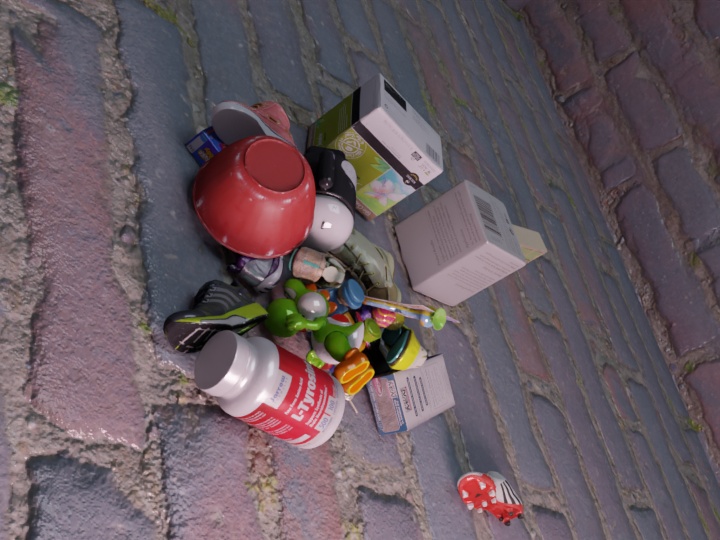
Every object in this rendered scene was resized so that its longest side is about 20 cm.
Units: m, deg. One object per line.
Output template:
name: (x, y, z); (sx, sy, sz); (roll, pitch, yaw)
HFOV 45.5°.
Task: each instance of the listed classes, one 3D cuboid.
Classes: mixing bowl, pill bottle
mixing bowl: (-0.147, -0.132, 1.313); (0.199, 0.108, 0.201); (12, 57, -19)
pill bottle: (-0.124, 0.160, 1.172); (0.200, 0.112, 0.113); (34, 36, -38)

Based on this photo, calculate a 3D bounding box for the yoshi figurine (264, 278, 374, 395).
yoshi figurine: (-0.075, 0.102, 1.306); (0.112, 0.113, 0.200); (-5, 46, -49)

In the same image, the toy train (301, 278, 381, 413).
toy train: (-0.012, 0.119, 1.388); (0.200, 0.116, 0.085); (60, 28, 2)

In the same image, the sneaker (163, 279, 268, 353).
sneaker: (-0.211, 0.058, 1.191); (0.081, 0.074, 0.200); (54, 21, 12)

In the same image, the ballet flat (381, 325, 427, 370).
ballet flat: (0.080, 0.133, 1.463); (0.067, 0.067, 0.200); (36, 5, -8)

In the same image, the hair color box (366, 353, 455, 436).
hair color box: (0.090, 0.214, 1.502); (0.200, 0.060, 0.100); (-8, 83, -61)

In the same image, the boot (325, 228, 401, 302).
boot: (0.000, 0.000, 1.573); (0.155, 0.072, 0.200); (40, 28, -32)

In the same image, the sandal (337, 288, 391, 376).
sandal: (0.012, 0.113, 1.507); (0.200, 0.045, 0.075); (59, 29, 0)

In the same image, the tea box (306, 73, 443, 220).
tea box: (0.028, -0.244, 1.721); (0.200, 0.196, 0.134); (40, 32, -29)

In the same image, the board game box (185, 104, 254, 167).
board game box: (-0.198, -0.197, 1.471); (0.135, 0.045, 0.200); (55, 28, -8)

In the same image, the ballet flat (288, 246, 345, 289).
ballet flat: (-0.063, 0.004, 1.415); (0.200, 0.067, 0.068); (11, 96, -79)

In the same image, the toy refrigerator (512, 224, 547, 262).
toy refrigerator: (0.427, -0.068, 2.322); (0.200, 0.076, 0.070); (8, 55, -56)

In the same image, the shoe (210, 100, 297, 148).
shoe: (-0.180, -0.247, 1.433); (0.200, 0.071, 0.091); (29, 38, -51)

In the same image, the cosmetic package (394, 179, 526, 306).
cosmetic package: (0.210, -0.054, 1.825); (0.165, 0.200, 0.165); (23, 44, -47)

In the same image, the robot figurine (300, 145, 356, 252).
robot figurine: (-0.071, -0.126, 1.492); (0.150, 0.124, 0.201); (51, 31, -43)

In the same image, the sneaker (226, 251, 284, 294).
sneaker: (-0.163, -0.061, 1.371); (0.087, 0.074, 0.201); (34, 37, -30)

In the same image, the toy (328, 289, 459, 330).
toy: (0.051, 0.074, 1.416); (0.115, 0.199, 0.047); (24, 75, -48)

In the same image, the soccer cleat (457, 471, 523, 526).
soccer cleat: (0.233, 0.399, 1.571); (0.200, 0.069, 0.085); (38, 25, -39)
